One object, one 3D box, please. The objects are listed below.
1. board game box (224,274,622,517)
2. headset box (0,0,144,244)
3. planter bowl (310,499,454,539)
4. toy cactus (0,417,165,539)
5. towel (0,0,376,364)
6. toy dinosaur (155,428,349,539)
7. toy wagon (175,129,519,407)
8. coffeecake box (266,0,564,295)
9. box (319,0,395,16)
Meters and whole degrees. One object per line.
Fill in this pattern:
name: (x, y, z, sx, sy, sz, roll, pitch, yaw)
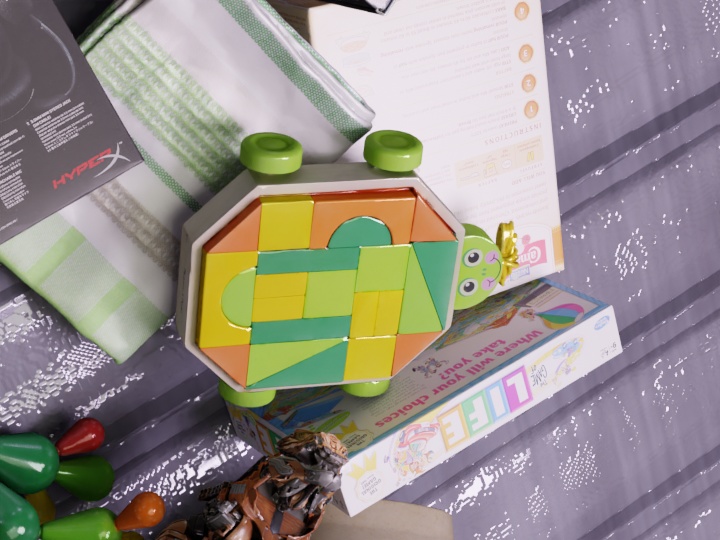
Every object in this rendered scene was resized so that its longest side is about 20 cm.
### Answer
board game box: (0.036, 0.061, 1.026, 0.200, 0.134, 0.034, -28, 118, -23)
headset box: (-0.220, -0.101, 0.817, 0.149, 0.077, 0.200, -33, 100, -17)
planter bowl: (-0.010, 0.204, 1.020, 0.200, 0.200, 0.135, 14, 73, -35)
toy cactus: (-0.195, 0.114, 0.900, 0.165, 0.102, 0.200, 55, 36, -2)
towel: (-0.108, -0.060, 0.915, 0.200, 0.031, 0.149, -44, 112, 5)
toy dinosaur: (-0.077, 0.172, 0.922, 0.102, 0.136, 0.200, 18, 119, -15)
toy wagon: (0.000, 0.000, 0.943, 0.199, 0.040, 0.156, -3, 120, -19)
coffeecake box: (0.032, -0.079, 1.017, 0.153, 0.073, 0.201, -18, 113, -26)
box: (-0.072, -0.225, 0.852, 0.200, 0.164, 0.086, 37, 83, -36)
